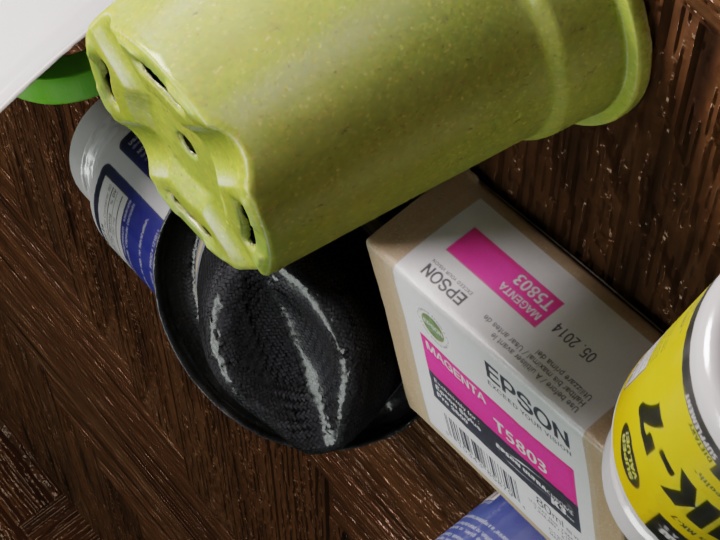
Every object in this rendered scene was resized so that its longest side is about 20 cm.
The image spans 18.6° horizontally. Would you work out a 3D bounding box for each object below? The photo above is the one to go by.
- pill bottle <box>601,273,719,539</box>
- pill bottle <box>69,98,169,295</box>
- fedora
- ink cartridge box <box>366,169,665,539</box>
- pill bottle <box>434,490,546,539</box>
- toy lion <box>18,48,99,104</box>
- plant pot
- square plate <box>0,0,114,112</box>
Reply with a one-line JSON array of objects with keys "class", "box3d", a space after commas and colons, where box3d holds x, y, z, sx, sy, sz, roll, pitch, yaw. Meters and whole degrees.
[{"class": "pill bottle", "box3d": [0.169, 0.065, 0.919, 0.114, 0.114, 0.200, 51, 163, 10]}, {"class": "pill bottle", "box3d": [-0.108, -0.040, 1.443, 0.200, 0.116, 0.116, 43, 161, 45]}, {"class": "fedora", "box3d": [-0.037, 0.034, 1.277, 0.201, 0.200, 0.092, 59, -160, -18]}, {"class": "ink cartridge box", "box3d": [0.100, 0.065, 1.172, 0.200, 0.075, 0.165, 43, 161, 35]}, {"class": "pill bottle", "box3d": [0.071, 0.211, 1.314, 0.111, 0.200, 0.111, 47, 163, 20]}, {"class": "toy lion", "box3d": [-0.219, -0.172, 1.356, 0.200, 0.192, 0.069, 44, 162, 27]}, {"class": "plant pot", "box3d": [-0.009, -0.100, 0.950, 0.200, 0.184, 0.201, 47, 161, 21]}, {"class": "square plate", "box3d": [-0.219, -0.191, 1.319, 0.200, 0.198, 0.028, 45, 171, 26]}]
